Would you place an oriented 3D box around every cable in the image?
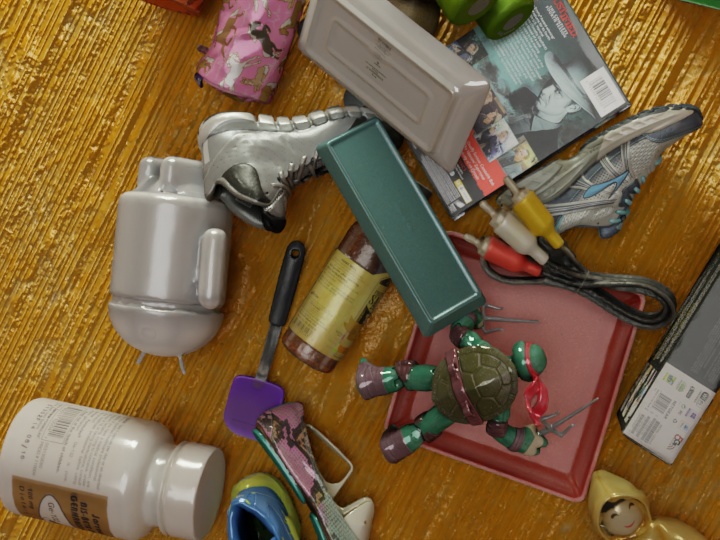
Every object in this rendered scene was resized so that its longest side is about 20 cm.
[{"bbox_3d":[0.181,0.006,0.953,0.199,0.050,0.098,37,120,4],"label":"cable"}]

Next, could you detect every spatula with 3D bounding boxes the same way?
[{"bbox_3d":[-0.088,0.069,1.059,0.056,0.021,0.204,15,90,-2],"label":"spatula"}]

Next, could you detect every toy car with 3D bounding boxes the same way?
[{"bbox_3d":[0.028,-0.250,0.986,0.199,0.157,0.166,-39,73,25],"label":"toy car"}]

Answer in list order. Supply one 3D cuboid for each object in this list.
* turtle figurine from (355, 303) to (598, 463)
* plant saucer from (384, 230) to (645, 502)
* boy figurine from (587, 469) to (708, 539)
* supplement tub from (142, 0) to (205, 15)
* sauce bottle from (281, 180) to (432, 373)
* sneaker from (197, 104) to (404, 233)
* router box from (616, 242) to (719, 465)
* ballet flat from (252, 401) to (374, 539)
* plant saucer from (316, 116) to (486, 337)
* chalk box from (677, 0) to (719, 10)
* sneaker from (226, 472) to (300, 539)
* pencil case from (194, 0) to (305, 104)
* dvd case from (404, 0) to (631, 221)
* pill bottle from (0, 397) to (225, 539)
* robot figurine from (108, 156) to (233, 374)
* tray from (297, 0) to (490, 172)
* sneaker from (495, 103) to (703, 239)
[{"bbox_3d":[0.100,0.098,0.951,0.197,0.100,0.152,-20,74,20],"label":"turtle figurine"},{"bbox_3d":[0.143,0.088,1.007,0.197,0.037,0.203,17,92,10],"label":"plant saucer"},{"bbox_3d":[0.264,0.270,0.958,0.123,0.064,0.203,-23,94,10],"label":"boy figurine"},{"bbox_3d":[-0.171,-0.359,1.032,0.121,0.122,0.204,17,92,11],"label":"supplement tub"},{"bbox_3d":[0.000,0.000,1.022,0.066,0.066,0.202,34,97,10],"label":"sauce bottle"},{"bbox_3d":[-0.054,-0.087,1.001,0.196,0.075,0.117,-3,61,0],"label":"sneaker"},{"bbox_3d":[0.293,0.059,0.920,0.051,0.149,0.202,31,95,10],"label":"router box"},{"bbox_3d":[-0.031,0.217,1.030,0.070,0.069,0.202,-28,83,-12],"label":"ballet flat"},{"bbox_3d":[0.037,-0.044,0.959,0.069,0.019,0.202,-27,81,-17],"label":"plant saucer"},{"bbox_3d":[0.319,-0.328,0.935,0.123,0.124,0.204,16,93,10],"label":"chalk box"},{"bbox_3d":[-0.078,0.294,1.012,0.075,0.105,0.202,-29,83,9],"label":"sneaker"},{"bbox_3d":[-0.095,-0.263,1.023,0.085,0.083,0.203,18,103,-10],"label":"pencil case"},{"bbox_3d":[0.135,-0.162,1.020,0.198,0.022,0.147,-33,83,10],"label":"dvd case"},{"bbox_3d":[-0.238,0.198,1.041,0.196,0.114,0.117,10,91,11],"label":"pill bottle"},{"bbox_3d":[-0.182,-0.006,1.033,0.168,0.112,0.204,7,91,51],"label":"robot figurine"},{"bbox_3d":[0.020,-0.180,0.950,0.199,0.022,0.108,41,138,17],"label":"tray"},{"bbox_3d":[0.227,-0.081,0.981,0.198,0.078,0.087,-30,90,18],"label":"sneaker"}]
